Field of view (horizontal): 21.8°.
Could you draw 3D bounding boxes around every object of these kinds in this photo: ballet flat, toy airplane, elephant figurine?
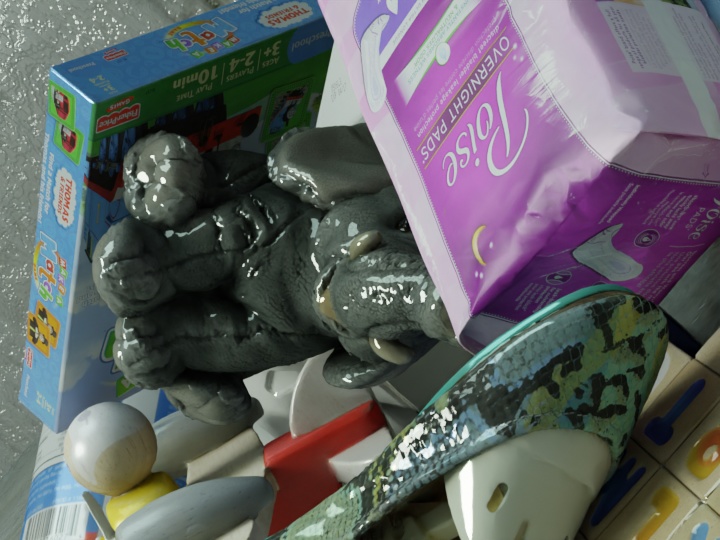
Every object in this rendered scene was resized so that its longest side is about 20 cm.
[{"bbox_3d":[0.028,0.087,0.599,0.200,0.074,0.074,-43,10,27],"label":"ballet flat"},{"bbox_3d":[-0.074,0.107,0.894,0.200,0.141,0.199,-40,12,49],"label":"toy airplane"},{"bbox_3d":[0.000,0.000,0.803,0.200,0.142,0.155,-5,55,25],"label":"elephant figurine"}]

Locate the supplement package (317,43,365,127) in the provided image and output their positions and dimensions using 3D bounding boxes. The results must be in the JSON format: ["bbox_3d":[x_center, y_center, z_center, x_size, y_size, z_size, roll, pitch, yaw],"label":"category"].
[{"bbox_3d":[0.068,-0.160,1.108,0.200,0.120,0.121,-14,-6,-20],"label":"supplement package"}]

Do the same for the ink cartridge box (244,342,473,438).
[{"bbox_3d":[0.026,0.003,1.033,0.200,0.084,0.145,-54,9,-28],"label":"ink cartridge box"}]

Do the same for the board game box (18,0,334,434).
[{"bbox_3d":[-0.089,-0.030,0.902,0.151,0.037,0.200,-28,-35,-39],"label":"board game box"}]

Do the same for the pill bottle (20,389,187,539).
[{"bbox_3d":[-0.128,0.104,1.072,0.112,0.112,0.200,-40,34,46],"label":"pill bottle"}]

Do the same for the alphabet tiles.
[{"bbox_3d":[0.085,0.074,0.582,0.167,0.008,0.200,-49,18,2],"label":"alphabet tiles"}]

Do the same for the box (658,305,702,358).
[{"bbox_3d":[0.070,0.059,0.743,0.121,0.032,0.200,-49,9,-1],"label":"box"}]

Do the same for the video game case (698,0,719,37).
[{"bbox_3d":[0.174,-0.100,0.584,0.143,0.017,0.200,-45,44,25],"label":"video game case"}]

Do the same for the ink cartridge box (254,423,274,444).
[{"bbox_3d":[-0.088,0.005,1.216,0.084,0.200,0.146,-47,8,31],"label":"ink cartridge box"}]

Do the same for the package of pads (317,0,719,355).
[{"bbox_3d":[0.055,-0.078,0.655,0.121,0.076,0.200,-54,44,40],"label":"package of pads"}]
